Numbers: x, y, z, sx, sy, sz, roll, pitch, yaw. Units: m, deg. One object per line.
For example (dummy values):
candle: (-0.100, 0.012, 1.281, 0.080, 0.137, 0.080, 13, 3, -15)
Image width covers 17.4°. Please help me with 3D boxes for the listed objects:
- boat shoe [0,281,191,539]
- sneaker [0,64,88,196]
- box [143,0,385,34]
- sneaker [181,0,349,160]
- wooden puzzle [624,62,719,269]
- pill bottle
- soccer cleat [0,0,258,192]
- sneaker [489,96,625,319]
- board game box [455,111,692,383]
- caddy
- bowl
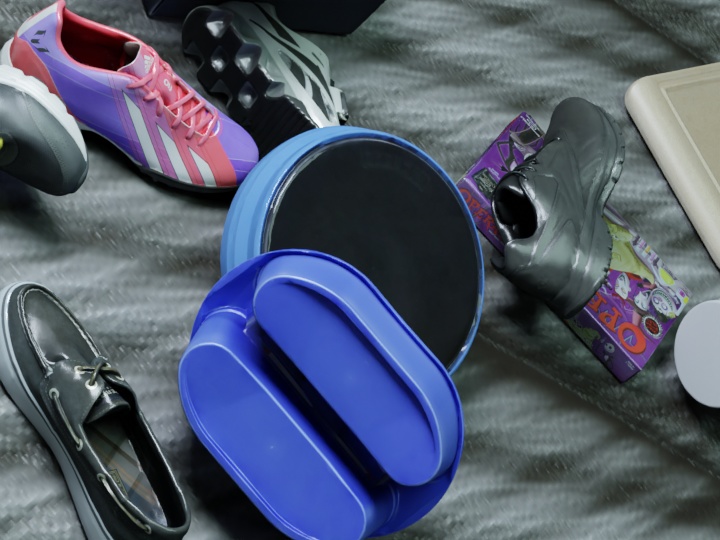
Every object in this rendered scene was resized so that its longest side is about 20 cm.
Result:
boat shoe: (-0.160, 0.088, 1.430, 0.068, 0.057, 0.201, -15, 71, -46)
sneaker: (-0.266, -0.097, 1.474, 0.199, 0.075, 0.085, 32, 49, -6)
box: (-0.080, -0.284, 1.745, 0.199, 0.104, 0.183, 1, 60, -41)
sneaker: (-0.038, -0.114, 1.677, 0.088, 0.074, 0.201, -22, 77, -46)
wooden puzzle: (0.330, -0.093, 2.024, 0.199, 0.037, 0.186, -16, 72, -42)
pill bottle: (0.341, 0.060, 1.856, 0.199, 0.111, 0.112, -3, 62, -43)
soccer cleat: (-0.144, -0.115, 1.584, 0.199, 0.073, 0.069, 26, 46, -24)
sneaker: (0.144, -0.062, 1.766, 0.090, 0.076, 0.201, 24, 45, -16)
board game box: (0.164, -0.020, 1.824, 0.200, 0.032, 0.120, 47, 45, -4)
caddy: (-0.025, 0.082, 1.488, 0.200, 0.141, 0.105, 50, 11, 0)
bowl: (0.000, 0.000, 1.593, 0.199, 0.039, 0.203, 6, 80, -33)
